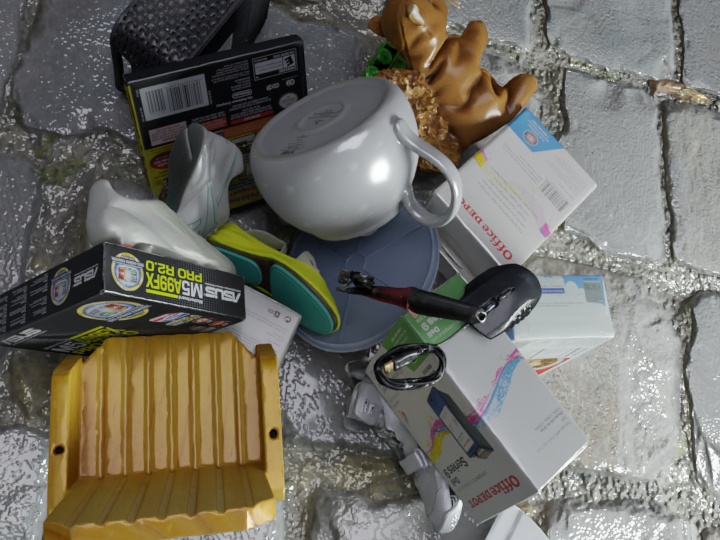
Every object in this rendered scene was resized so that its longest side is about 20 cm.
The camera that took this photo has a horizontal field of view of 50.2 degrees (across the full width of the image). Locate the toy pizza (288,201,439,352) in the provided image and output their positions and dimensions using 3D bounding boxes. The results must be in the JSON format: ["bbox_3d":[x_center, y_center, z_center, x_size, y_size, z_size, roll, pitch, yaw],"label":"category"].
[{"bbox_3d":[0.000,0.000,0.866,0.195,0.032,0.205,-14,57,22],"label":"toy pizza"}]

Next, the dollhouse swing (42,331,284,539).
[{"bbox_3d":[-0.162,0.126,0.640,0.194,0.176,0.187,-2,72,-11],"label":"dollhouse swing"}]

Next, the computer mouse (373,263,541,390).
[{"bbox_3d":[0.093,0.048,0.695,0.198,0.034,0.059,-32,76,-28],"label":"computer mouse"}]

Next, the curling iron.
[{"bbox_3d":[0.040,0.027,0.690,0.049,0.198,0.026,12,92,-37],"label":"curling iron"}]

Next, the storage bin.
[{"bbox_3d":[-0.193,-0.283,0.898,0.093,0.135,0.203,32,67,-2],"label":"storage bin"}]

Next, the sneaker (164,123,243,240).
[{"bbox_3d":[-0.185,-0.052,0.833,0.070,0.079,0.204,38,106,39],"label":"sneaker"}]

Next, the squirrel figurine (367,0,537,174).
[{"bbox_3d":[0.079,-0.229,0.922,0.201,0.140,0.187,-51,122,-13],"label":"squirrel figurine"}]

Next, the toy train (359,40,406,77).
[{"bbox_3d":[0.047,-0.279,1.015,0.056,0.042,0.203,35,67,-13],"label":"toy train"}]

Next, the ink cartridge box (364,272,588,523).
[{"bbox_3d":[0.108,0.130,0.761,0.087,0.146,0.201,-33,76,-28],"label":"ink cartridge box"}]

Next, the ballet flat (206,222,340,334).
[{"bbox_3d":[-0.090,-0.002,0.849,0.197,0.068,0.067,27,47,23],"label":"ballet flat"}]

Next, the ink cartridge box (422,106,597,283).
[{"bbox_3d":[0.158,-0.067,0.926,0.199,0.125,0.129,-41,85,-21],"label":"ink cartridge box"}]

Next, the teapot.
[{"bbox_3d":[-0.012,-0.101,0.819,0.194,0.201,0.148,-26,120,1],"label":"teapot"}]

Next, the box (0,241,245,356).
[{"bbox_3d":[-0.229,0.038,0.722,0.158,0.197,0.046,16,62,-50],"label":"box"}]

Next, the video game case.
[{"bbox_3d":[-0.148,-0.150,0.856,0.196,0.184,0.026,-20,40,-21],"label":"video game case"}]

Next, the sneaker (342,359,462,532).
[{"bbox_3d":[0.043,0.185,0.843,0.112,0.075,0.205,-2,68,-15],"label":"sneaker"}]

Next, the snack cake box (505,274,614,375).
[{"bbox_3d":[0.175,0.069,0.845,0.112,0.200,0.069,-1,70,-15],"label":"snack cake box"}]

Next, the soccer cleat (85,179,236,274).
[{"bbox_3d":[-0.186,-0.028,0.751,0.068,0.199,0.080,-22,67,19],"label":"soccer cleat"}]

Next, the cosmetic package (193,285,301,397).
[{"bbox_3d":[-0.140,0.131,0.794,0.083,0.108,0.204,26,66,-4],"label":"cosmetic package"}]

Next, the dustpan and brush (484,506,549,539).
[{"bbox_3d":[0.202,0.372,0.840,0.198,0.057,0.141,35,69,6],"label":"dustpan and brush"}]
